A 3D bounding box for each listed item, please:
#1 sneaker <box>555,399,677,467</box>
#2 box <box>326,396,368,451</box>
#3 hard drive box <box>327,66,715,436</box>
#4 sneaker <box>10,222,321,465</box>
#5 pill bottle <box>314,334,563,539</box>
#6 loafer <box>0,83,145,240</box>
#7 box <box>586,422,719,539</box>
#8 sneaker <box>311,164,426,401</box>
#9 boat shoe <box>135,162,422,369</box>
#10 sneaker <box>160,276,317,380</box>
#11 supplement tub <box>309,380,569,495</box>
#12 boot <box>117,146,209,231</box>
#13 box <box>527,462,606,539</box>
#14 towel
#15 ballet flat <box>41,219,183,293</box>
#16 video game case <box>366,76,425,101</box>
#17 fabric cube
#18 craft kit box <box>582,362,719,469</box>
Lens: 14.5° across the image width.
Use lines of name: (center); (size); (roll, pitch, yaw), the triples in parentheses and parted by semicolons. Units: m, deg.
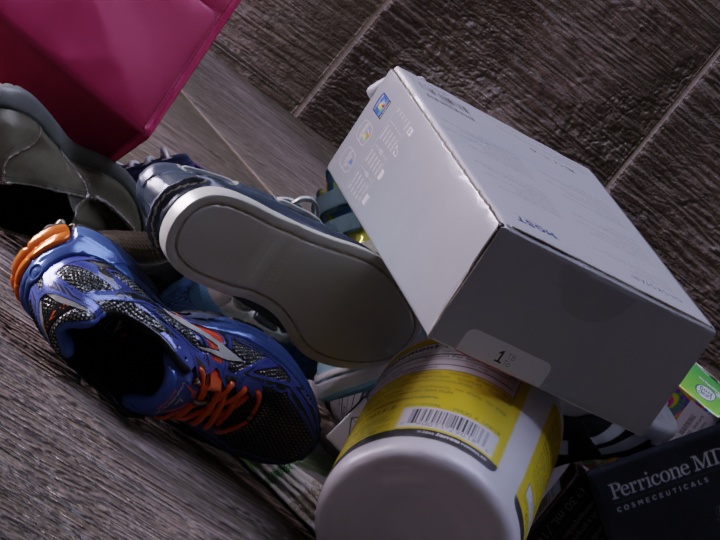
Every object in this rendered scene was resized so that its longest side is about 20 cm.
sneaker: (0.113, 0.099, 1.760); (0.200, 0.112, 0.073); (19, 33, -58)
box: (0.035, 0.131, 1.732); (0.110, 0.035, 0.200); (46, -1, 7)
hard drive box: (0.087, -0.014, 1.588); (0.156, 0.077, 0.200); (26, 17, -28)
sneaker: (-0.103, 0.056, 1.514); (0.200, 0.075, 0.079); (30, 23, -27)
pill bottle: (0.051, 0.100, 1.558); (0.111, 0.111, 0.200); (39, 29, -4)
loafer: (-0.193, -0.042, 1.706); (0.200, 0.075, 0.070); (42, 43, -56)
box: (0.258, 0.185, 1.709); (0.117, 0.196, 0.201); (44, 27, -81)
sneaker: (0.000, 0.000, 1.719); (0.200, 0.079, 0.131); (-45, 116, -73)
boat shoe: (-0.045, -0.003, 1.568); (0.200, 0.075, 0.062); (23, 17, -40)
sneaker: (-0.060, 0.031, 1.770); (0.200, 0.090, 0.079); (28, 49, -55)
supplement tub: (0.053, 0.073, 1.940); (0.200, 0.140, 0.140); (43, 7, 29)
boot: (-0.142, -0.047, 1.872); (0.073, 0.090, 0.200); (33, 8, -44)
box: (0.184, 0.224, 1.822); (0.200, 0.100, 0.075); (38, 6, -1)
towel: (-0.018, 0.123, 1.658); (0.200, 0.031, 0.149); (43, 7, 27)
ballet flat: (-0.147, -0.006, 1.671); (0.046, 0.067, 0.200); (53, 14, 9)
video game case: (0.064, -0.040, 1.800); (0.182, 0.024, 0.200); (62, 8, 0)
fabric cube: (-0.196, -0.192, 1.792); (0.199, 0.200, 0.196); (38, -27, -13)
craft kit box: (0.140, 0.101, 2.021); (0.197, 0.200, 0.048); (42, 35, 15)
